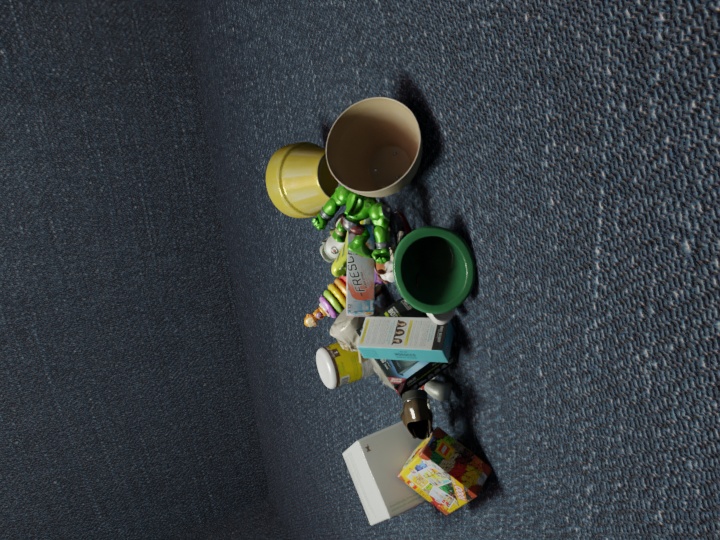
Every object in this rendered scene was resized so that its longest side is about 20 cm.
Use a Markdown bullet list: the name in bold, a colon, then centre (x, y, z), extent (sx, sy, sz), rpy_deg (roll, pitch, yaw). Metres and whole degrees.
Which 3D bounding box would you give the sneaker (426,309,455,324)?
- **sneaker**: centre (0.144, 0.055, 1.440), extent (0.116, 0.073, 0.201), rpy_deg (101, 156, -50)

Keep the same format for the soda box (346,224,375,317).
- **soda box**: centre (0.000, 0.000, 1.489), extent (0.068, 0.063, 0.203), rpy_deg (100, 170, -76)

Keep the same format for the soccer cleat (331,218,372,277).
- **soccer cleat**: centre (-0.010, -0.072, 1.580), extent (0.083, 0.201, 0.065), rpy_deg (34, 172, 26)

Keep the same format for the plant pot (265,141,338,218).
- **plant pot**: centre (-0.117, -0.242, 1.734), extent (0.188, 0.199, 0.203), rpy_deg (0, 105, 51)

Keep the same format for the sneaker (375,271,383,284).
- **sneaker**: centre (0.011, -0.007, 1.675), extent (0.200, 0.080, 0.090), rpy_deg (-170, 82, -66)

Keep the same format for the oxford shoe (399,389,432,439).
- **oxford shoe**: centre (0.124, 0.337, 1.450), extent (0.201, 0.072, 0.085), rpy_deg (70, -168, -57)

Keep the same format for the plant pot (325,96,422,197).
- **plant pot**: centre (0.043, -0.236, 1.375), extent (0.202, 0.199, 0.134), rpy_deg (67, -169, 19)

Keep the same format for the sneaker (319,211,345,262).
- **sneaker**: centre (-0.028, -0.098, 1.680), extent (0.088, 0.201, 0.074), rpy_deg (-30, 112, 34)

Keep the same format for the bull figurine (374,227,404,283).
- **bull figurine**: centre (0.067, -0.027, 1.489), extent (0.200, 0.064, 0.123), rpy_deg (117, 165, -81)

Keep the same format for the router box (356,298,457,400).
- **router box**: centre (0.100, 0.169, 1.493), extent (0.200, 0.149, 0.062), rpy_deg (51, 174, 44)

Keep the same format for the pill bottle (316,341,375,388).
- **pill bottle**: centre (-0.009, 0.229, 1.735), extent (0.109, 0.198, 0.110), rpy_deg (47, 145, 48)

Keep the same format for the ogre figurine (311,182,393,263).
- **ogre figurine**: centre (-0.006, -0.106, 1.406), extent (0.200, 0.097, 0.121), rpy_deg (41, 119, 43)

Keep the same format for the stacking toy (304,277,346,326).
- **stacking toy**: centre (-0.071, 0.083, 1.778), extent (0.117, 0.199, 0.110), rpy_deg (57, 170, -31)

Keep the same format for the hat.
- **hat**: centre (0.156, -0.028, 1.383), extent (0.176, 0.164, 0.203), rpy_deg (-46, -53, -75)

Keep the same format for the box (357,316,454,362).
- **box**: centre (0.098, 0.148, 1.433), extent (0.049, 0.198, 0.083), rpy_deg (60, -141, -46)

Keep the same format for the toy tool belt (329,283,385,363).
- **toy tool belt**: centre (0.019, 0.127, 1.685), extent (0.123, 0.200, 0.124), rpy_deg (50, 143, -17)

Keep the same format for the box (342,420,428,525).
- **box**: centre (0.092, 0.500, 1.668), extent (0.202, 0.197, 0.172), rpy_deg (65, 156, 19)

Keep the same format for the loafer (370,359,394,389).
- **loafer**: centre (0.058, 0.238, 1.652), extent (0.069, 0.070, 0.201), rpy_deg (1, 138, 36)

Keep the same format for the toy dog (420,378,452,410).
- **toy dog**: centre (0.145, 0.232, 1.552), extent (0.200, 0.096, 0.133), rpy_deg (46, 144, 25)

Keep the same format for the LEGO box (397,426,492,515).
- **LEGO box**: centre (0.186, 0.456, 1.494), extent (0.148, 0.077, 0.201), rpy_deg (36, 147, 9)
